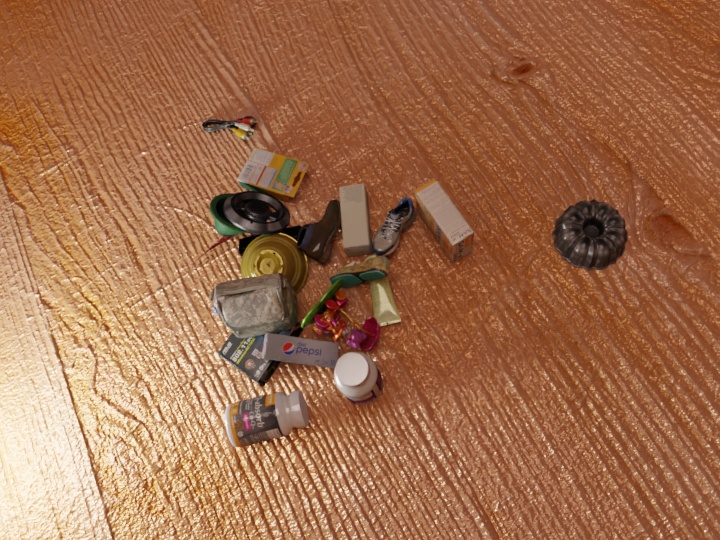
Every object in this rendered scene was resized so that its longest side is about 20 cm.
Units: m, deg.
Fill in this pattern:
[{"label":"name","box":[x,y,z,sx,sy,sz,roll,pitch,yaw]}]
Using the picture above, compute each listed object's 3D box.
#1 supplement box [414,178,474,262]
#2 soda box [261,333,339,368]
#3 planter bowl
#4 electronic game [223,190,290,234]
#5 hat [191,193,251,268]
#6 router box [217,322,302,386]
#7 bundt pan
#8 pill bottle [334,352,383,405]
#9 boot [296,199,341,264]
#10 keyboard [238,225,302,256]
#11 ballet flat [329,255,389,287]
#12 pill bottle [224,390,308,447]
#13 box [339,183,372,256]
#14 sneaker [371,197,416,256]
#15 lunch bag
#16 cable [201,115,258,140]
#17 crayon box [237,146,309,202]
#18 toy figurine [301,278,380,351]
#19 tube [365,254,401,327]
[{"label":"supplement box","box":[0.233,-0.138,1.737,0.073,0.126,0.201,-30,66,-5]},{"label":"soda box","box":[-0.159,0.214,1.649,0.198,0.063,0.069,9,80,-12]},{"label":"planter bowl","box":[-0.253,-0.011,1.753,0.198,0.083,0.203,0,87,4]},{"label":"electronic game","box":[-0.304,-0.172,1.829,0.198,0.042,0.201,13,36,-10]},{"label":"hat","box":[-0.404,-0.117,1.885,0.198,0.177,0.167,4,46,-29]},{"label":"router box","box":[-0.276,0.194,1.718,0.149,0.062,0.201,29,76,19]},{"label":"bundt pan","box":[0.631,-0.108,1.691,0.199,0.076,0.204,-3,67,8]},{"label":"pill bottle","box":[-0.007,0.271,1.571,0.111,0.200,0.114,-3,68,7]},{"label":"boot","box":[-0.119,-0.129,1.794,0.074,0.096,0.202,-13,59,51]},{"label":"keyboard","box":[-0.265,-0.071,1.845,0.198,0.040,0.105,-13,44,5]},{"label":"ballet flat","box":[0.000,0.000,1.723,0.199,0.070,0.071,-13,62,40]},{"label":"pill bottle","box":[-0.241,0.381,1.610,0.198,0.117,0.118,-15,67,3]},{"label":"box","box":[-0.014,-0.147,1.810,0.081,0.068,0.202,-6,68,7]},{"label":"sneaker","box":[0.090,-0.131,1.762,0.076,0.085,0.201,25,63,18]},{"label":"lunch bag","box":[-0.277,0.081,1.634,0.198,0.168,0.141,-10,60,4]},{"label":"cable","box":[-0.420,-0.480,2.013,0.198,0.050,0.098,17,69,14]},{"label":"crayon box","box":[-0.263,-0.293,1.915,0.198,0.052,0.127,19,73,16]},{"label":"toy figurine","box":[-0.035,0.145,1.653,0.183,0.200,0.151,36,122,8]},{"label":"tube","box":[0.056,0.056,1.733,0.051,0.058,0.202,4,64,-37]}]
